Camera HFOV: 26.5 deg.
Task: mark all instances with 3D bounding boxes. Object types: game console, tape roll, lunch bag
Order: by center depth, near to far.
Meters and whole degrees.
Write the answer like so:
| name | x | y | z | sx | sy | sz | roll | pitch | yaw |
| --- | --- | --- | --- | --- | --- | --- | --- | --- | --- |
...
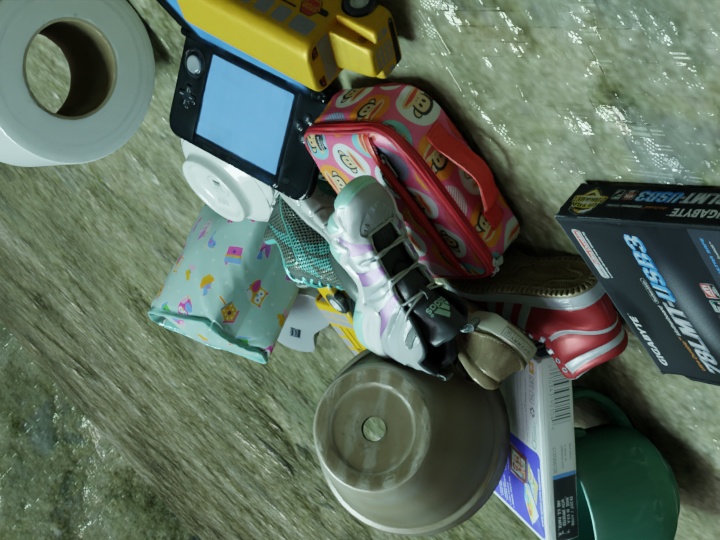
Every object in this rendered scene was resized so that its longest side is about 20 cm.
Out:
| name | x | y | z | sx | sy | sz | roll | pitch | yaw |
| --- | --- | --- | --- | --- | --- | --- | --- | --- | --- |
| lunch bag | 0.057 | -0.081 | 1.414 | 0.175 | 0.082 | 0.200 | 4 | 139 | 53 |
| game console | -0.132 | -0.177 | 1.485 | 0.199 | 0.116 | 0.178 | 29 | 116 | 30 |
| tape roll | -0.341 | -0.215 | 1.671 | 0.203 | 0.203 | 0.139 | 51 | 158 | -24 |
| lunch bag | -0.160 | 0.005 | 1.815 | 0.121 | 0.172 | 0.199 | 31 | 167 | -33 |

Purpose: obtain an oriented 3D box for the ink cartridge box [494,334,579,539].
| name | x | y | z | sx | sy | sz | roll | pitch | yaw |
| --- | --- | --- | --- | --- | --- | --- | --- | --- | --- |
| ink cartridge box | 0.161 | 0.152 | 1.577 | 0.200 | 0.043 | 0.201 | -145 | 46 | -65 |

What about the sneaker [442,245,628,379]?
| name | x | y | z | sx | sy | sz | roll | pitch | yaw |
| --- | --- | --- | --- | --- | --- | --- | --- | --- | --- |
| sneaker | 0.167 | 0.039 | 1.458 | 0.199 | 0.071 | 0.113 | 11 | 141 | 50 |

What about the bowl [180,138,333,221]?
| name | x | y | z | sx | sy | sz | roll | pitch | yaw |
| --- | --- | --- | --- | --- | --- | --- | --- | --- | --- |
| bowl | -0.130 | -0.116 | 1.645 | 0.200 | 0.094 | 0.201 | 36 | 159 | 17 |

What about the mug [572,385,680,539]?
| name | x | y | z | sx | sy | sz | roll | pitch | yaw |
| --- | --- | --- | --- | --- | --- | --- | --- | --- | --- |
| mug | 0.260 | 0.224 | 1.575 | 0.152 | 0.113 | 0.187 | -121 | 25 | -49 |

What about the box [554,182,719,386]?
| name | x | y | z | sx | sy | sz | roll | pitch | yaw |
| --- | --- | --- | --- | --- | --- | --- | --- | --- | --- |
| box | 0.281 | 0.017 | 1.249 | 0.198 | 0.050 | 0.201 | 8 | 140 | 55 |

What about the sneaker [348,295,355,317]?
| name | x | y | z | sx | sy | sz | roll | pitch | yaw |
| --- | --- | --- | --- | --- | --- | --- | --- | --- | --- |
| sneaker | 0.001 | 0.001 | 1.585 | 0.198 | 0.105 | 0.060 | 12 | 163 | 19 |

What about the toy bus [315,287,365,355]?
| name | x | y | z | sx | sy | sz | roll | pitch | yaw |
| --- | --- | --- | --- | --- | --- | --- | --- | --- | --- |
| toy bus | 0.014 | 0.061 | 1.783 | 0.078 | 0.065 | 0.201 | 13 | 146 | 54 |

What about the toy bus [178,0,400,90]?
| name | x | y | z | sx | sy | sz | roll | pitch | yaw |
| --- | --- | --- | --- | --- | --- | --- | --- | --- | --- |
| toy bus | -0.063 | -0.219 | 1.320 | 0.199 | 0.078 | 0.065 | 31 | 157 | 27 |

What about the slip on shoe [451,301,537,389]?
| name | x | y | z | sx | sy | sz | roll | pitch | yaw |
| --- | --- | --- | --- | --- | --- | --- | --- | --- | --- |
| slip on shoe | 0.109 | 0.075 | 1.454 | 0.076 | 0.061 | 0.200 | 39 | 175 | -14 |

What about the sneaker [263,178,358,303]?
| name | x | y | z | sx | sy | sz | roll | pitch | yaw |
| --- | --- | --- | --- | --- | --- | --- | --- | --- | --- |
| sneaker | -0.031 | -0.011 | 1.535 | 0.077 | 0.092 | 0.200 | 5 | -145 | -42 |

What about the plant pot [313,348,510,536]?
| name | x | y | z | sx | sy | sz | roll | pitch | yaw |
| --- | --- | --- | --- | --- | --- | --- | --- | --- | --- |
| plant pot | 0.035 | 0.157 | 1.486 | 0.199 | 0.201 | 0.173 | 34 | -179 | 18 |

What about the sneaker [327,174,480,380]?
| name | x | y | z | sx | sy | sz | roll | pitch | yaw |
| --- | --- | --- | --- | --- | --- | --- | --- | --- | --- |
| sneaker | 0.050 | 0.014 | 1.358 | 0.139 | 0.078 | 0.201 | 29 | 148 | 40 |

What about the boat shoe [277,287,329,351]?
| name | x | y | z | sx | sy | sz | roll | pitch | yaw |
| --- | --- | --- | --- | --- | --- | --- | --- | --- | --- |
| boat shoe | -0.064 | 0.042 | 1.884 | 0.071 | 0.066 | 0.200 | 16 | 159 | 3 |
